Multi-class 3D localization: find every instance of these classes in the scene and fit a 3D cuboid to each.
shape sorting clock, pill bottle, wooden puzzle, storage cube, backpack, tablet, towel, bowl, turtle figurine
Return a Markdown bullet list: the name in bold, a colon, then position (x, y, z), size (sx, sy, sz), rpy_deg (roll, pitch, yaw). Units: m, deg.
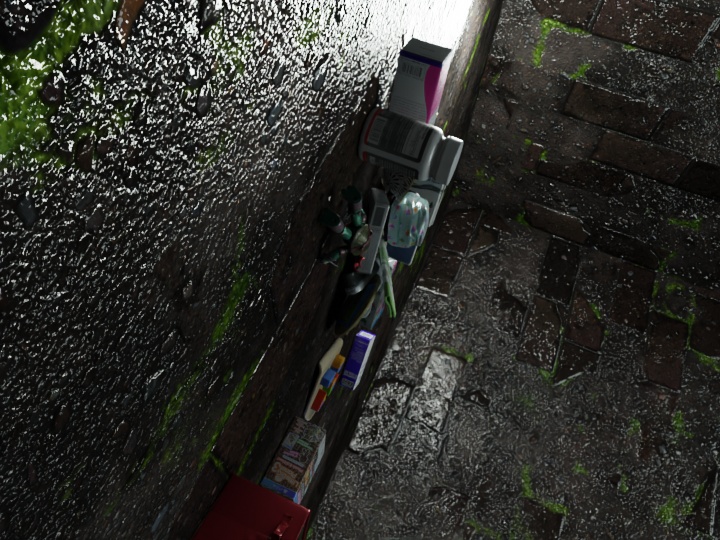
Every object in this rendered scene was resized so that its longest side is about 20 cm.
- **shape sorting clock**: position (-0.007, 0.094, 1.548), size (0.201, 0.039, 0.200), rpy_deg (-54, -165, 21)
- **pill bottle**: position (0.105, -0.255, 1.191), size (0.114, 0.198, 0.115), rpy_deg (21, 90, -80)
- **wooden puzzle**: position (-0.099, 0.324, 1.696), size (0.185, 0.046, 0.202), rpy_deg (-48, 156, -64)
- **storage cube**: position (-0.219, 0.545, 1.121), size (0.171, 0.178, 0.201), rpy_deg (-57, 163, -49)
- **backpack**: position (0.123, -0.137, 1.546), size (0.200, 0.125, 0.169), rpy_deg (-55, 145, -73)
- **tablet**: position (0.145, -0.131, 1.869), size (0.014, 0.129, 0.202), rpy_deg (7, 105, -56)
- **towel**: position (0.064, 0.010, 1.548), size (0.150, 0.030, 0.202), rpy_deg (69, 13, -60)
- **bowl**: position (0.113, -0.279, 1.434), size (0.202, 0.094, 0.201), rpy_deg (-59, -178, 4)
- **turtle figurine**: position (-0.023, -0.081, 1.179), size (0.200, 0.100, 0.151), rpy_deg (74, 37, -64)

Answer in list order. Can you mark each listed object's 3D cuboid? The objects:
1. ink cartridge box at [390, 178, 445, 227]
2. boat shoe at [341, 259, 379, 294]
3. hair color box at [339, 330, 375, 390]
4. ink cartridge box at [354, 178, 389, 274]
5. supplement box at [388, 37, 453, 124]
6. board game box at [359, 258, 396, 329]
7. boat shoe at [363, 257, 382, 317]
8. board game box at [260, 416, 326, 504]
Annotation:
- **ink cartridge box**: position (0.184, -0.256, 1.769), size (0.084, 0.143, 0.202), rpy_deg (-34, 143, -72)
- **boat shoe**: position (0.000, 0.000, 1.537), size (0.057, 0.068, 0.200), rpy_deg (66, 23, -15)
- **hair color box**: position (-0.012, 0.332, 2.128), size (0.109, 0.064, 0.202), rpy_deg (-17, 125, -78)
- **ink cartridge box**: position (0.024, -0.120, 1.485), size (0.174, 0.043, 0.202), rpy_deg (-101, -158, -57)
- **supplement box**: position (0.131, -0.408, 1.310), size (0.104, 0.100, 0.201), rpy_deg (-59, 166, -47)
- **board game box**: position (0.054, 0.072, 1.918), size (0.148, 0.064, 0.202), rpy_deg (-52, 161, -58)
- **boat shoe**: position (0.023, 0.049, 1.784), size (0.062, 0.071, 0.202), rpy_deg (-122, -128, -71)
- **board game box**: position (-0.177, 0.528, 1.536), size (0.160, 0.096, 0.201), rpy_deg (98, 16, -51)
